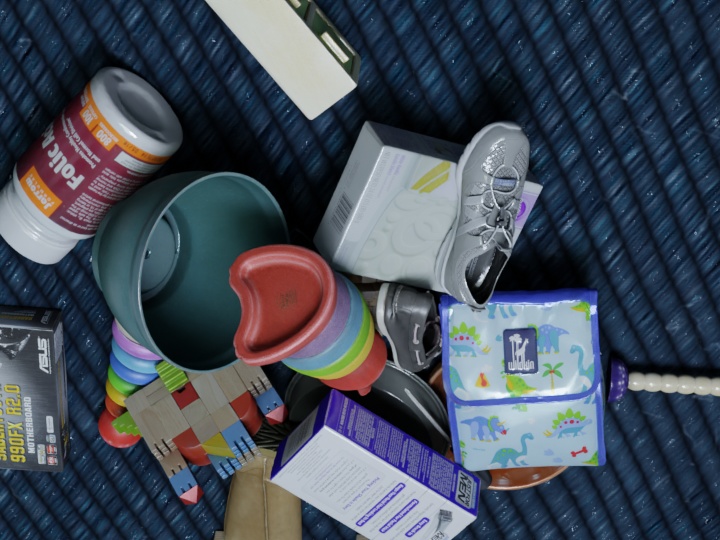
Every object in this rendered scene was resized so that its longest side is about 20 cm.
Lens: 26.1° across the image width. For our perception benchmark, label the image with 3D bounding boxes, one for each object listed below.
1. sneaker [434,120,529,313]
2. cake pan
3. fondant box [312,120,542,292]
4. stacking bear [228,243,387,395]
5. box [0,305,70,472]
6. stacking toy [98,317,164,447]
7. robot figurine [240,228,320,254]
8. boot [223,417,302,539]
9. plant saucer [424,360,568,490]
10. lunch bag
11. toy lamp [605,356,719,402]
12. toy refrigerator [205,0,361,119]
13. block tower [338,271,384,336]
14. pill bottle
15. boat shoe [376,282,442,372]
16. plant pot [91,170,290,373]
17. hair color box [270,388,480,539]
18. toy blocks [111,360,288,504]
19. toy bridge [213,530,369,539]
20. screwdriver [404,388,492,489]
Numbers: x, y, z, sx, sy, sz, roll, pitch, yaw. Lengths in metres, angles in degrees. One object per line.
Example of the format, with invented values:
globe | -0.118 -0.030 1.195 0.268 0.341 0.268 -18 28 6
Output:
sneaker | 0.135 -0.051 1.541 0.074 0.082 0.201 -2 121 -23
cake pan | 0.003 0.183 1.772 0.198 0.037 0.202 9 127 12
fondant box | 0.070 -0.059 1.596 0.199 0.058 0.145 11 116 -30
stacking bear | -0.037 0.063 1.573 0.113 0.122 0.200 -16 152 18
box | -0.421 0.136 1.794 0.157 0.048 0.201 4 119 1
stacking toy | -0.256 0.120 1.765 0.085 0.086 0.201 17 126 -6
robot figurine | -0.121 0.001 1.670 0.200 0.058 0.145 45 115 0
boot | -0.075 0.267 1.800 0.174 0.066 0.201 18 131 16
plant saucer | 0.164 0.162 1.776 0.198 0.032 0.202 2 120 4
lunch bag | 0.174 0.109 1.653 0.168 0.128 0.201 -3 119 7
toy lamp | 0.376 0.126 1.727 0.198 0.058 0.059 5 120 2
toy refrigerator | -0.084 -0.255 1.535 0.070 0.076 0.200 -34 111 20
block tower | 0.000 0.000 1.675 0.054 0.058 0.201 -5 124 -22
pill bottle | -0.288 -0.106 1.611 0.114 0.114 0.200 40 114 -17
boat shoe | 0.065 0.067 1.654 0.057 0.067 0.200 8 163 17
plant pot | -0.187 -0.009 1.568 0.134 0.200 0.202 14 129 41
hair color box | 0.017 0.223 1.654 0.199 0.065 0.109 34 126 -14
toy blocks | -0.162 0.164 1.711 0.199 0.137 0.100 -33 149 -6
toy bridge | -0.088 0.350 1.879 0.198 0.067 0.027 0 126 4
screwdriver | 0.096 0.190 1.730 0.028 0.029 0.200 -13 141 28
